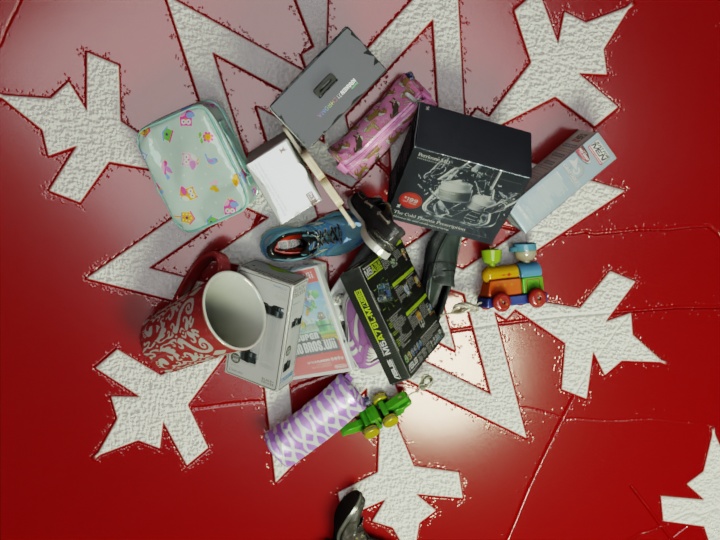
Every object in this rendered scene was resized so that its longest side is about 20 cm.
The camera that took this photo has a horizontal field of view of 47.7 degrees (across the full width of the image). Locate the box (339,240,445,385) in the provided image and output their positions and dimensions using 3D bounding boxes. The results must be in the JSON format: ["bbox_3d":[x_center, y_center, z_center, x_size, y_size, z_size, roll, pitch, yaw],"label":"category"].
[{"bbox_3d":[0.058,0.061,1.341,0.047,0.200,0.195,-25,95,27],"label":"box"}]

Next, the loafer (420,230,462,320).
[{"bbox_3d":[0.144,0.008,1.449,0.067,0.070,0.203,8,106,-40],"label":"loafer"}]

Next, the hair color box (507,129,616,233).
[{"bbox_3d":[0.336,-0.157,1.421,0.199,0.099,0.061,-41,102,5],"label":"hair color box"}]

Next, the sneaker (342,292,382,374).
[{"bbox_3d":[0.024,0.133,1.421,0.072,0.114,0.202,-30,134,-15],"label":"sneaker"}]

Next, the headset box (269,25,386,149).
[{"bbox_3d":[-0.056,-0.292,1.307,0.174,0.200,0.093,-44,103,6],"label":"headset box"}]

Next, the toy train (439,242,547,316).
[{"bbox_3d":[0.231,0.014,1.450,0.197,0.085,0.118,-5,92,-15],"label":"toy train"}]

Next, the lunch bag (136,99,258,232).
[{"bbox_3d":[-0.265,-0.174,1.365,0.159,0.077,0.202,-21,105,13],"label":"lunch bag"}]

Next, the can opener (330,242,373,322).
[{"bbox_3d":[0.000,0.000,1.452,0.052,0.066,0.201,34,90,-8],"label":"can opener"}]

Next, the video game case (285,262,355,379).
[{"bbox_3d":[-0.102,0.095,1.449,0.141,0.017,0.203,-12,104,27],"label":"video game case"}]

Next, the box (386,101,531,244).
[{"bbox_3d":[0.160,-0.157,1.356,0.197,0.105,0.183,13,143,-6],"label":"box"}]

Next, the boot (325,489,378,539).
[{"bbox_3d":[0.025,0.527,1.568,0.172,0.069,0.202,19,108,-11],"label":"boot"}]

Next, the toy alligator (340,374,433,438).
[{"bbox_3d":[0.056,0.260,1.516,0.198,0.060,0.054,-31,145,1],"label":"toy alligator"}]

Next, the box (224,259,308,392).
[{"bbox_3d":[-0.165,0.095,1.421,0.115,0.060,0.203,16,109,21],"label":"box"}]

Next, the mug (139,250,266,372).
[{"bbox_3d":[-0.267,0.080,1.388,0.199,0.179,0.133,-24,124,37],"label":"mug"}]

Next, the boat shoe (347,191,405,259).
[{"bbox_3d":[0.027,-0.089,1.344,0.074,0.201,0.060,38,104,-23],"label":"boat shoe"}]

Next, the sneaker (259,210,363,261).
[{"bbox_3d":[-0.076,-0.048,1.414,0.197,0.090,0.080,-15,104,-3],"label":"sneaker"}]

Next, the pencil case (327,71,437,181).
[{"bbox_3d":[0.035,-0.241,1.380,0.200,0.086,0.083,-43,67,7],"label":"pencil case"}]

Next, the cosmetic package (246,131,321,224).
[{"bbox_3d":[-0.126,-0.156,1.330,0.080,0.200,0.114,-30,103,2],"label":"cosmetic package"}]

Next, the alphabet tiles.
[{"bbox_3d":[-0.067,-0.158,1.335,0.015,0.200,0.197,-35,102,1],"label":"alphabet tiles"}]

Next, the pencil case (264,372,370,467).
[{"bbox_3d":[-0.083,0.270,1.486,0.199,0.086,0.084,-38,127,2],"label":"pencil case"}]
